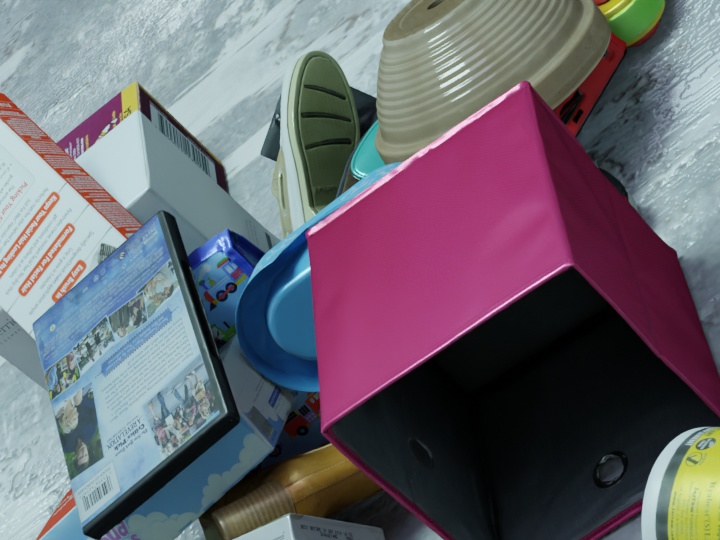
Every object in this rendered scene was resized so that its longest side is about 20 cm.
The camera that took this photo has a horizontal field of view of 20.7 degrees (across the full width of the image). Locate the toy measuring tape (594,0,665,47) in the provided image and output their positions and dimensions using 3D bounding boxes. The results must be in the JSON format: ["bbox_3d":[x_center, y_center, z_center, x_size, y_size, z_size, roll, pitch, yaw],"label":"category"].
[{"bbox_3d":[0.233,-0.230,1.536,0.199,0.074,0.074,-35,35,19],"label":"toy measuring tape"}]

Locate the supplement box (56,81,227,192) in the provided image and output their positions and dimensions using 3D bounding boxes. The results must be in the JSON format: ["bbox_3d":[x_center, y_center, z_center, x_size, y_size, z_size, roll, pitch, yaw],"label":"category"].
[{"bbox_3d":[-0.238,-0.056,1.834,0.199,0.131,0.104,-37,34,17],"label":"supplement box"}]

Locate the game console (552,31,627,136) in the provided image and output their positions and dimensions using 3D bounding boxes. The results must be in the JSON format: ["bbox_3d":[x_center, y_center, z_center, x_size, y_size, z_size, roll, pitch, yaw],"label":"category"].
[{"bbox_3d":[0.114,-0.098,1.505,0.177,0.031,0.200,-35,14,44],"label":"game console"}]

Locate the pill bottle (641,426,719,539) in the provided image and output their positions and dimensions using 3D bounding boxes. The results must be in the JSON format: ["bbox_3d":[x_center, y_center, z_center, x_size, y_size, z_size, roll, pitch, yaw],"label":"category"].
[{"bbox_3d":[0.262,0.141,1.073,0.199,0.111,0.112,-3,52,46],"label":"pill bottle"}]

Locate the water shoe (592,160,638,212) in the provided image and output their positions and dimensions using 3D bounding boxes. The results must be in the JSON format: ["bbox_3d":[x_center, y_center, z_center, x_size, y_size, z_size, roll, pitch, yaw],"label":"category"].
[{"bbox_3d":[0.107,-0.005,1.432,0.200,0.079,0.072,-41,33,9],"label":"water shoe"}]

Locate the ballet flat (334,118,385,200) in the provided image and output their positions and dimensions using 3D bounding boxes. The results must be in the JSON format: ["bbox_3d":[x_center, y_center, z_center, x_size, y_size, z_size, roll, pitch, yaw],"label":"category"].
[{"bbox_3d":[0.013,-0.053,1.574,0.073,0.073,0.201,-5,46,46],"label":"ballet flat"}]

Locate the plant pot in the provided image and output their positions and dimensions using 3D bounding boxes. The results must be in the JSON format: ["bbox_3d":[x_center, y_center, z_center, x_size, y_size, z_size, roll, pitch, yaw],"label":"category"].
[{"bbox_3d":[0.081,-0.165,1.482,0.200,0.093,0.201,-32,21,13],"label":"plant pot"}]

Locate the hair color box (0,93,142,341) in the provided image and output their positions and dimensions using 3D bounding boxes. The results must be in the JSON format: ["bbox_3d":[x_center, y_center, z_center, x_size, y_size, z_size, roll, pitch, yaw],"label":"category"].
[{"bbox_3d":[-0.251,-0.032,1.513,0.111,0.200,0.064,-50,-13,14],"label":"hair color box"}]

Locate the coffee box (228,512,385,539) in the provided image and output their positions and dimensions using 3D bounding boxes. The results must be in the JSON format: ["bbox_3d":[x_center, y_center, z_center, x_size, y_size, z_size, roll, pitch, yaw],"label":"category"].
[{"bbox_3d":[-0.084,0.241,1.347,0.199,0.113,0.080,-27,64,29],"label":"coffee box"}]

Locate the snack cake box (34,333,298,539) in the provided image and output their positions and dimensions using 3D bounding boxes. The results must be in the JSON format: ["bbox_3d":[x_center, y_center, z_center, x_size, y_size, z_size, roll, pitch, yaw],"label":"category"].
[{"bbox_3d":[-0.143,0.147,1.423,0.200,0.067,0.115,-42,9,17],"label":"snack cake box"}]

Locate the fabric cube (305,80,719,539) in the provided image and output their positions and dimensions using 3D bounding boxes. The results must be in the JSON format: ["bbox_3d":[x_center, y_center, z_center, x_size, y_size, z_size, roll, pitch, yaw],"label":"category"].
[{"bbox_3d":[0.100,0.043,1.284,0.196,0.200,0.200,-35,33,19],"label":"fabric cube"}]

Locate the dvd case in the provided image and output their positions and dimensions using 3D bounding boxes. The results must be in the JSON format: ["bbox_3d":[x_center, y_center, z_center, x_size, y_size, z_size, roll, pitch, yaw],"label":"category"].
[{"bbox_3d":[-0.161,0.070,1.381,0.142,0.018,0.201,-39,46,19],"label":"dvd case"}]

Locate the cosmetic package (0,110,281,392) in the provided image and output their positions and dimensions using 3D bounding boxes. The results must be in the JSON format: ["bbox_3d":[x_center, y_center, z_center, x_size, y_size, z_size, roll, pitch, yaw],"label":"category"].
[{"bbox_3d":[-0.188,0.014,1.640,0.199,0.200,0.123,-37,34,16],"label":"cosmetic package"}]

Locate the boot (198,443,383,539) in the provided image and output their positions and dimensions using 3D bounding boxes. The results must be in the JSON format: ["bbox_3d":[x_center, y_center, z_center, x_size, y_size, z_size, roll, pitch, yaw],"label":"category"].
[{"bbox_3d":[-0.043,0.169,1.436,0.143,0.071,0.201,-23,-6,-14],"label":"boot"}]

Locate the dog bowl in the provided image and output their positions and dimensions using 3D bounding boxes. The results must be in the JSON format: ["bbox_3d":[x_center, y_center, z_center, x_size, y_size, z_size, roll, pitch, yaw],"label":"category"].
[{"bbox_3d":[0.000,0.000,1.408,0.199,0.112,0.050,-37,22,12],"label":"dog bowl"}]

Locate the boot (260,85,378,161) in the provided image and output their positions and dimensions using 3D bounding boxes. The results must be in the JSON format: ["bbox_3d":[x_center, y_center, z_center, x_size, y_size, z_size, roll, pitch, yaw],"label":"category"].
[{"bbox_3d":[0.009,-0.146,1.710,0.165,0.066,0.200,-55,30,-8],"label":"boot"}]

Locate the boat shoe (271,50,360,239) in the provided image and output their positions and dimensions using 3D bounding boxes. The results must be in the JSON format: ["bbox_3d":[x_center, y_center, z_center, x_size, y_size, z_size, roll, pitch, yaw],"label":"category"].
[{"bbox_3d":[-0.043,-0.078,1.623,0.068,0.074,0.202,-18,73,49],"label":"boat shoe"}]

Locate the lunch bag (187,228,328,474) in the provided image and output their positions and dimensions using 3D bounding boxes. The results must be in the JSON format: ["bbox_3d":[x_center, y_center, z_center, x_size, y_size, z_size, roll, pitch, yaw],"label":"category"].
[{"bbox_3d":[-0.105,0.061,1.494,0.150,0.200,0.094,-37,34,15],"label":"lunch bag"}]
